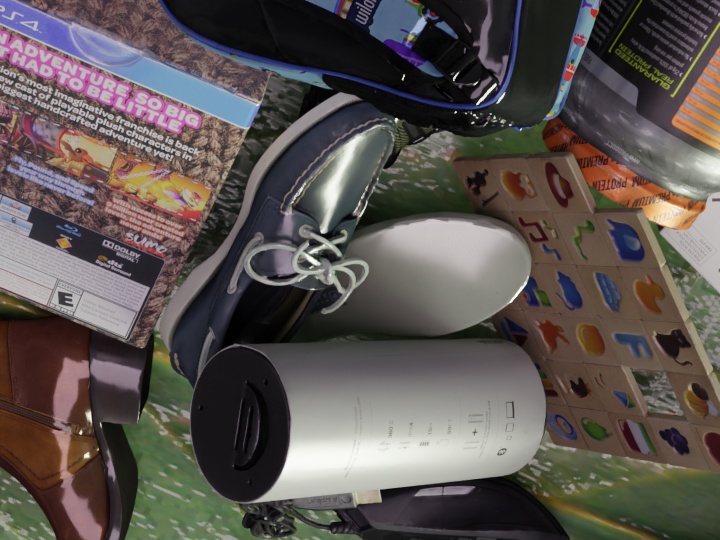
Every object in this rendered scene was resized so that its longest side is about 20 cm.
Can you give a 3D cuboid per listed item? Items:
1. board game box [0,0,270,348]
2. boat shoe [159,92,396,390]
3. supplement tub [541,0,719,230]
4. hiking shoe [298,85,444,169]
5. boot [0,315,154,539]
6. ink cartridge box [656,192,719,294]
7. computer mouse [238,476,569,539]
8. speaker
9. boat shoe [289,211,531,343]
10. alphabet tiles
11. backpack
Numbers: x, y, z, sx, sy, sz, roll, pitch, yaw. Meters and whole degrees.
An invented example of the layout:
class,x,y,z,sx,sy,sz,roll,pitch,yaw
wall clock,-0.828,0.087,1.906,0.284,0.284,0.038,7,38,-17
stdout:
class,x,y,z,sx,sy,sz,roll,pitch,yaw
board game box,-0.146,-0.080,0.913,0.159,0.097,0.200,23,134,-9
boat shoe,-0.038,-0.007,0.905,0.075,0.062,0.200,11,128,-46
supplement tub,0.186,-0.129,0.910,0.122,0.123,0.200,29,109,-9
hiking shoe,0.037,-0.095,0.950,0.100,0.076,0.200,15,129,-26
boot,-0.233,0.108,1.043,0.199,0.069,0.189,8,111,0
ink cartridge box,0.269,0.007,1.000,0.200,0.044,0.094,43,108,-13
computer mouse,0.025,0.131,1.022,0.199,0.140,0.046,3,72,5
speaker,0.008,0.077,0.930,0.199,0.081,0.081,0,119,-45
boat shoe,0.000,0.001,0.992,0.200,0.072,0.070,-13,111,15
alphabet tiles,0.122,0.023,0.964,0.008,0.167,0.201,-37,111,-27
backpack,0.008,-0.165,0.814,0.199,0.134,0.183,14,94,23
